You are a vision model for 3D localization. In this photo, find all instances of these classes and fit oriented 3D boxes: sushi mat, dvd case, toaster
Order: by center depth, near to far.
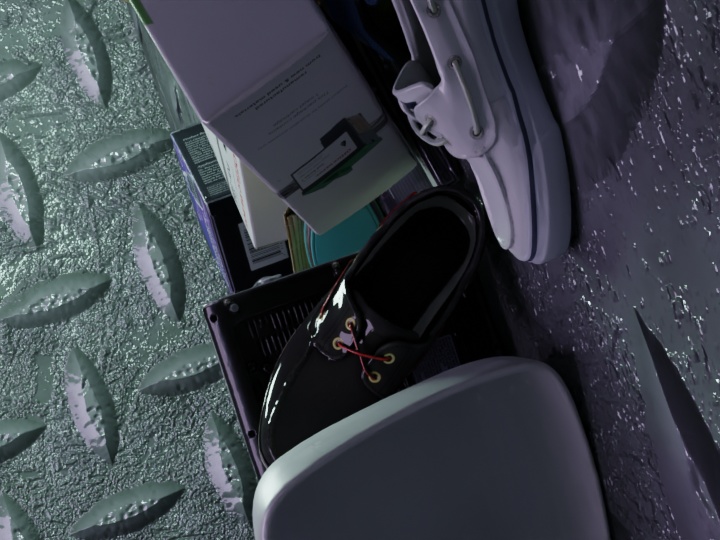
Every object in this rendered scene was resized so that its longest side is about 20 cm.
[{"bbox_3d":[0.009,0.084,0.849,0.119,0.179,0.202,143,107,-83],"label":"toaster"},{"bbox_3d":[0.008,-0.109,0.887,0.150,0.016,0.200,62,171,1],"label":"dvd case"},{"bbox_3d":[-0.029,-0.036,1.072,0.012,0.096,0.200,26,159,13],"label":"sushi mat"}]

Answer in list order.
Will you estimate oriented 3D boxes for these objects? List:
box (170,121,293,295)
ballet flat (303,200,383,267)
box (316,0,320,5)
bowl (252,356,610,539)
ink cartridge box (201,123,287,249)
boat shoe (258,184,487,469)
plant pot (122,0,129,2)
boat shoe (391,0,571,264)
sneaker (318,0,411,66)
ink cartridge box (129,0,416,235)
[{"bbox_3d":[-0.145,-0.083,1.563,0.200,0.103,0.149,-125,18,-55],"label":"box"},{"bbox_3d":[0.000,0.000,1.026,0.071,0.067,0.202,-93,-13,-57],"label":"ballet flat"},{"bbox_3d":[-0.033,-0.256,0.864,0.200,0.021,0.165,-154,45,-75],"label":"box"},{"bbox_3d":[0.037,0.154,0.734,0.075,0.198,0.202,32,143,61],"label":"bowl"},{"bbox_3d":[-0.107,-0.147,1.296,0.147,0.082,0.201,86,162,-53],"label":"ink cartridge box"},{"bbox_3d":[0.004,0.035,0.759,0.073,0.202,0.063,35,171,4],"label":"boat shoe"},{"bbox_3d":[-0.161,-0.344,0.995,0.202,0.198,0.185,67,158,18],"label":"plant pot"},{"bbox_3d":[0.046,-0.092,0.623,0.074,0.066,0.202,-142,34,-72],"label":"boat shoe"},{"bbox_3d":[0.010,-0.189,0.658,0.089,0.078,0.201,53,169,39],"label":"sneaker"},{"bbox_3d":[-0.055,-0.124,0.747,0.147,0.084,0.200,58,-175,21],"label":"ink cartridge box"}]
